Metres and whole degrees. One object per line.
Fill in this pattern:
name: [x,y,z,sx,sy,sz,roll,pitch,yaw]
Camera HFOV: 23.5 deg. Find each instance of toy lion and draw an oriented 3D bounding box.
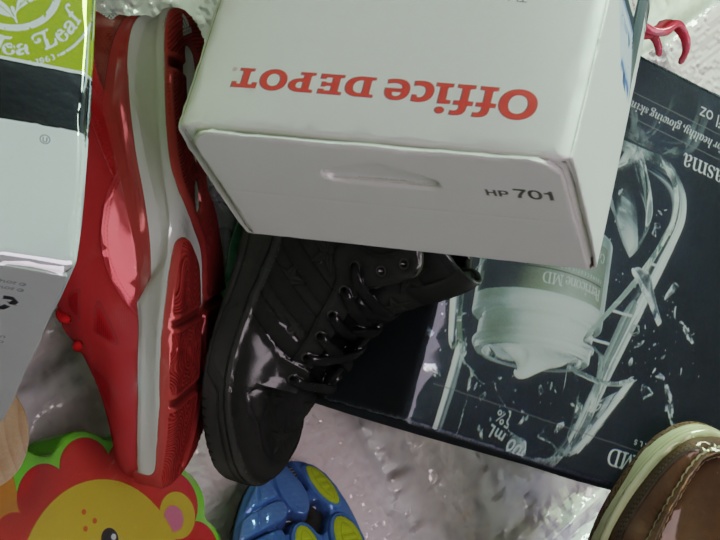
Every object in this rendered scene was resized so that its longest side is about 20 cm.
toy lion: [-0.140,0.150,0.719,0.192,0.068,0.201,42,51,-32]

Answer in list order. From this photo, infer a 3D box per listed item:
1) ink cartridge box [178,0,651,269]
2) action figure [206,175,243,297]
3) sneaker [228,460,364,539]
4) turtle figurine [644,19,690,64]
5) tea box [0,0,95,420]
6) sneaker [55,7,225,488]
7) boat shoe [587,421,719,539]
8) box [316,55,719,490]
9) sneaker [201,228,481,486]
ink cartridge box: [0.034,-0.112,0.656,0.086,0.145,0.201,61,39,-60]
action figure: [-0.050,-0.070,0.777,0.118,0.054,0.202,-41,140,-70]
sneaker: [-0.037,0.190,0.808,0.070,0.083,0.201,2,76,-27]
turtle figurine: [0.115,-0.170,0.812,0.149,0.200,0.101,19,121,4]
tea box: [-0.198,-0.072,0.580,0.198,0.134,0.198,8,62,-19]
sneaker: [-0.122,-0.010,0.733,0.114,0.078,0.202,3,98,11]
boat shoe: [0.139,0.174,0.800,0.074,0.075,0.204,13,102,-31]
box: [0.088,-0.005,0.848,0.199,0.124,0.198,19,85,-33]
sneaker: [0.001,0.000,0.728,0.060,0.104,0.202,11,90,-62]
